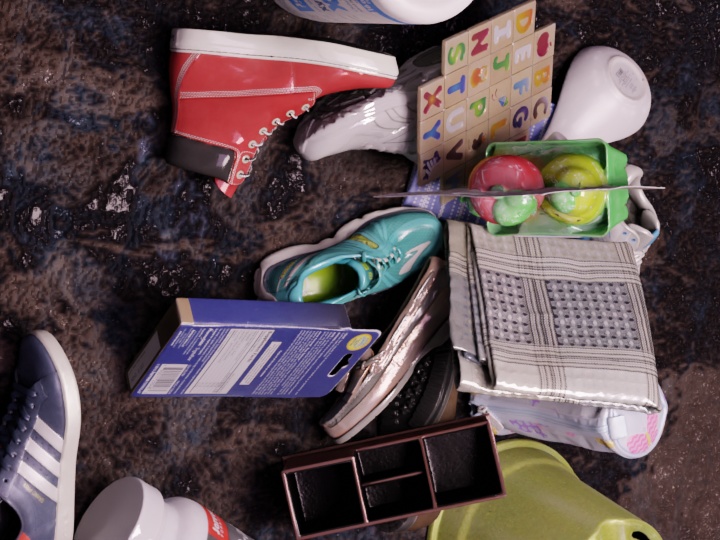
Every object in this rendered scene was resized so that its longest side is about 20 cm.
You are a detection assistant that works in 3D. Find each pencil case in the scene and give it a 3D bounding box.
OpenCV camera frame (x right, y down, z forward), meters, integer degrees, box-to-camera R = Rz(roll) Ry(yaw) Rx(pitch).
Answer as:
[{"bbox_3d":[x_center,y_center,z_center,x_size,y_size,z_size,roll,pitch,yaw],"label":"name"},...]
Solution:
[{"bbox_3d":[0.198,0.130,1.534,0.091,0.200,0.083,1,92,-41],"label":"pencil case"}]

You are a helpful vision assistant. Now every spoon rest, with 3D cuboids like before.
[{"bbox_3d":[0.227,-0.156,1.565,0.099,0.061,0.200,50,46,-6],"label":"spoon rest"}]

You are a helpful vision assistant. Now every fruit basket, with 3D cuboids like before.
[{"bbox_3d":[0.143,-0.064,1.402,0.200,0.185,0.094,-16,103,-50],"label":"fruit basket"}]

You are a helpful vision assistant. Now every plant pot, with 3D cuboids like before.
[{"bbox_3d":[0.198,0.286,1.565,0.200,0.184,0.201,-6,102,-30],"label":"plant pot"}]

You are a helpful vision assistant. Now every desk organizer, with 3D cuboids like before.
[{"bbox_3d":[0.031,0.190,1.452,0.200,0.077,0.072,-12,91,1],"label":"desk organizer"}]

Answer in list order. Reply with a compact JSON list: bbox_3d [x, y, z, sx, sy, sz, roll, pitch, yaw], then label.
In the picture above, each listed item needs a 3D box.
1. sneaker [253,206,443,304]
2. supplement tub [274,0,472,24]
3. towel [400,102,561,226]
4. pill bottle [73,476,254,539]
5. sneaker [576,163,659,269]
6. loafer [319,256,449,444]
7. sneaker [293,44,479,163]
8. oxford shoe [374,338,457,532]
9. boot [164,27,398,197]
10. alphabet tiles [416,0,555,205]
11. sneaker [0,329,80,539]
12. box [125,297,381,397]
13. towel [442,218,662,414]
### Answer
[{"bbox_3d":[0.000,0.000,1.460,0.200,0.080,0.078,-24,110,-27],"label":"sneaker"},{"bbox_3d":[0.008,-0.277,1.349,0.132,0.200,0.132,-5,100,-31],"label":"supplement tub"},{"bbox_3d":[0.141,-0.107,1.566,0.200,0.024,0.145,15,91,-30],"label":"towel"},{"bbox_3d":[-0.149,0.271,1.392,0.200,0.116,0.116,39,77,-30],"label":"pill bottle"},{"bbox_3d":[0.265,-0.027,1.601,0.075,0.087,0.200,-38,127,-31],"label":"sneaker"},{"bbox_3d":[0.025,0.072,1.491,0.063,0.072,0.200,44,88,-14],"label":"loafer"},{"bbox_3d":[0.035,-0.132,1.457,0.200,0.078,0.099,-25,114,-17],"label":"sneaker"},{"bbox_3d":[0.065,0.155,1.540,0.084,0.073,0.200,10,96,-46],"label":"oxford shoe"},{"bbox_3d":[-0.069,-0.134,1.382,0.200,0.072,0.144,2,99,-7],"label":"boot"},{"bbox_3d":[0.119,-0.157,1.477,0.200,0.006,0.167,-30,131,-39],"label":"alphabet tiles"},{"bbox_3d":[-0.286,0.150,1.314,0.084,0.075,0.200,-5,101,-35],"label":"sneaker"},{"bbox_3d":[-0.094,0.071,1.399,0.200,0.121,0.032,4,54,-31],"label":"box"},{"bbox_3d":[0.174,0.038,1.451,0.200,0.035,0.193,7,54,-13],"label":"towel"}]
